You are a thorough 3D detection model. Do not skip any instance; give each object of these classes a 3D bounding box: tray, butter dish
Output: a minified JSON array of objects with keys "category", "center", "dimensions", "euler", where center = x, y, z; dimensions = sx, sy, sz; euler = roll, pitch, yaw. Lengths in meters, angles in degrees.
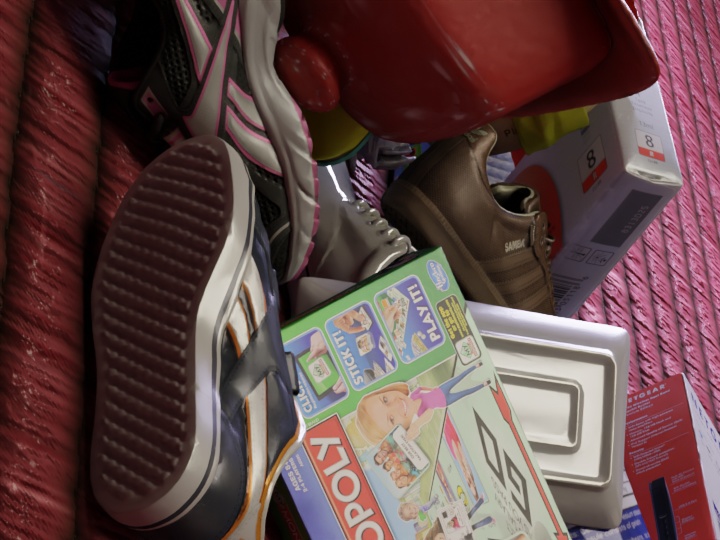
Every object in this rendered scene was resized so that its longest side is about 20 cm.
[{"category":"tray","center":[0.056,0.067,1.343],"dimensions":[0.200,0.022,0.108],"euler":[10,79,-27]},{"category":"butter dish","center":[0.018,-0.134,1.331],"dimensions":[0.200,0.148,0.199],"euler":[56,-22,-13]}]

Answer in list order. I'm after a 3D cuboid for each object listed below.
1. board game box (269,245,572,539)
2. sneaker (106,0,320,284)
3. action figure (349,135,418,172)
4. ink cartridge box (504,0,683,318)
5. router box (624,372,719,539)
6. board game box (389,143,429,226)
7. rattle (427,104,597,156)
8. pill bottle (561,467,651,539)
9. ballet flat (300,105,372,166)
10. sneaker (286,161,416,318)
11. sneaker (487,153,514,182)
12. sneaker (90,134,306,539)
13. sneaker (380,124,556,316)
[{"category":"board game box","center":[0.023,0.106,1.288],"dimensions":[0.134,0.029,0.200],"euler":[-28,96,-31]},{"category":"sneaker","center":[-0.081,-0.084,1.294],"dimensions":[0.080,0.086,0.201],"euler":[-149,-135,-62]},{"category":"action figure","center":[0.021,-0.135,1.602],"dimensions":[0.200,0.069,0.130],"euler":[-71,180,-66]},{"category":"ink cartridge box","center":[0.120,-0.083,1.616],"dimensions":[0.050,0.162,0.200],"euler":[9,49,-27]},{"category":"router box","center":[0.221,0.191,1.591],"dimensions":[0.200,0.049,0.180],"euler":[57,18,-33]},{"category":"board game box","center":[0.065,0.028,1.634],"dimensions":[0.151,0.037,0.200],"euler":[58,20,-26]},{"category":"rattle","center":[0.076,-0.159,1.543],"dimensions":[0.143,0.130,0.200],"euler":[48,33,-21]},{"category":"pill bottle","center":[0.091,0.136,1.434],"dimensions":[0.200,0.119,0.120],"euler":[69,17,8]},{"category":"ballet flat","center":[-0.002,-0.148,1.461],"dimensions":[0.067,0.067,0.200],"euler":[68,36,-43]},{"category":"sneaker","center":[0.000,0.000,1.416],"dimensions":[0.073,0.071,0.200],"euler":[46,27,-49]},{"category":"sneaker","center":[0.099,-0.088,1.800],"dimensions":[0.079,0.078,0.200],"euler":[53,22,-62]},{"category":"sneaker","center":[-0.070,0.038,1.154],"dimensions":[0.079,0.078,0.200],"euler":[44,39,-41]},{"category":"sneaker","center":[0.085,-0.005,1.503],"dimensions":[0.070,0.076,0.200],"euler":[38,-9,40]}]
